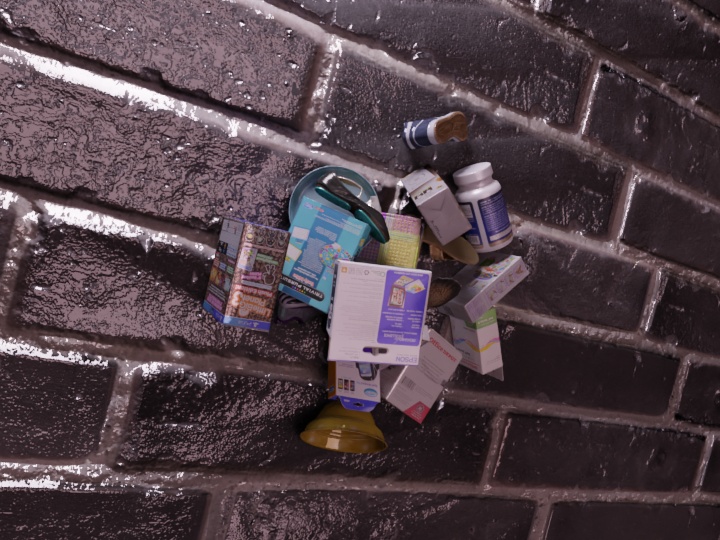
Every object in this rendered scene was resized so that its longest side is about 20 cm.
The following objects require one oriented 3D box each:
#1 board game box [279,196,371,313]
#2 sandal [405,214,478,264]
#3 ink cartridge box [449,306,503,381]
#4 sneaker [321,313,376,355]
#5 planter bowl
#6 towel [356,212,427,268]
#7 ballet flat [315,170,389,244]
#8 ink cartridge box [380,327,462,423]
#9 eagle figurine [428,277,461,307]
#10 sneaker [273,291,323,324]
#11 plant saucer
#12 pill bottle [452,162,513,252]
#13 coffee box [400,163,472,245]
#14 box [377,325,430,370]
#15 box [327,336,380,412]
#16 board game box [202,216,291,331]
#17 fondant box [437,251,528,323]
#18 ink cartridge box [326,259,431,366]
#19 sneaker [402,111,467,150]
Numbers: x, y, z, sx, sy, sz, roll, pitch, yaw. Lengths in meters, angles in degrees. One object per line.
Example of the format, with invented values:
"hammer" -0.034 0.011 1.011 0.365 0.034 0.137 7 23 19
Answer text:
"board game box" -0.089 -0.031 1.273 0.151 0.047 0.200 25 89 12
"sandal" 0.182 -0.061 1.493 0.211 0.070 0.078 27 48 -12
"ink cartridge box" 0.293 0.185 1.552 0.067 0.117 0.201 -17 105 -24
"sneaker" -0.036 0.123 1.335 0.099 0.070 0.201 -24 112 -19
"planter bowl" -0.034 0.350 1.395 0.200 0.200 0.084 24 57 -28
"towel" 0.040 -0.060 1.361 0.199 0.023 0.144 10 75 7
"ballet flat" -0.003 -0.143 1.302 0.200 0.068 0.068 39 74 -5
"ink cartridge box" 0.136 0.247 1.495 0.146 0.083 0.200 40 78 -32
"eagle figurine" 0.120 0.067 1.394 0.151 0.200 0.152 20 91 -29
"sneaker" -0.101 0.076 1.372 0.200 0.074 0.088 -1 131 -34
"plant saucer" -0.057 -0.127 1.338 0.199 0.027 0.201 0 87 -8
"pill bottle" 0.297 -0.155 1.501 0.116 0.116 0.200 -26 110 -22
"coffee box" 0.167 -0.153 1.379 0.080 0.200 0.114 -32 115 7
"box" 0.082 0.178 1.403 0.039 0.200 0.042 15 54 -30
"box" -0.015 0.220 1.387 0.119 0.041 0.201 16 60 -29
"board game box" -0.231 0.003 1.225 0.097 0.159 0.201 12 93 -29
"fondant box" 0.293 0.036 1.513 0.200 0.144 0.058 -39 113 -17
"ink cartridge box" 0.034 0.088 1.239 0.198 0.043 0.201 7 94 -15
"sneaker" 0.173 -0.328 1.444 0.200 0.108 0.070 -27 110 -54
